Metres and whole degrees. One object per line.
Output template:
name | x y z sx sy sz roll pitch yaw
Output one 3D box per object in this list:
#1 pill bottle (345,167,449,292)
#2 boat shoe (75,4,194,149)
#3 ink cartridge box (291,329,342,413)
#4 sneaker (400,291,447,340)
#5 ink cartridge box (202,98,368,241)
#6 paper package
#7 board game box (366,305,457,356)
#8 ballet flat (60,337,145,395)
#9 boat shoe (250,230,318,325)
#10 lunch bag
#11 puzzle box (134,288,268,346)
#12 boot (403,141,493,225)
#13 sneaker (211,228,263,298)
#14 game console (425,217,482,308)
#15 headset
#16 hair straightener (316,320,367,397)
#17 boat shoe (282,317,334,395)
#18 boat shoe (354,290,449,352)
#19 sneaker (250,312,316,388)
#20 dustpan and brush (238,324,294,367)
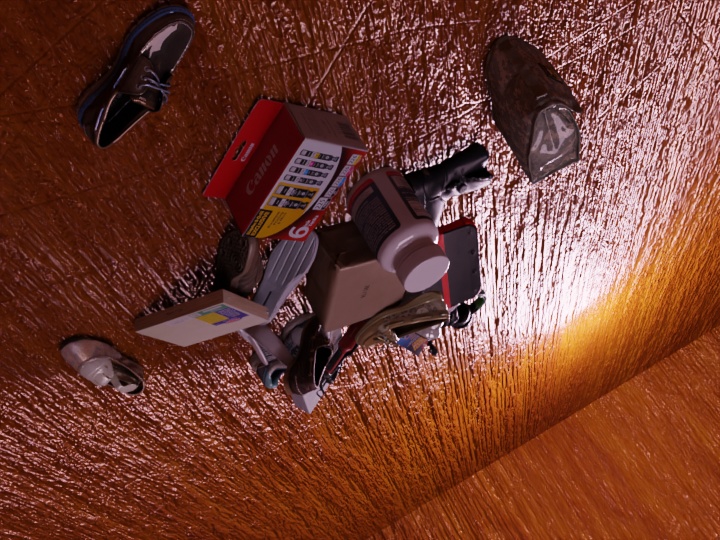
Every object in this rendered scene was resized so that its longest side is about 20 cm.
pill bottle | 0.066 -0.068 1.359 0.118 0.202 0.121 -22 149 -14
boat shoe | -0.261 -0.226 0.947 0.200 0.073 0.072 -44 148 20
ink cartridge box | -0.097 0.194 1.677 0.161 0.047 0.201 -55 157 -25
sneaker | 0.091 0.060 1.630 0.076 0.197 0.093 -66 -179 -71
ink cartridge box | -0.116 -0.146 1.190 0.173 0.085 0.201 2 137 -44
paper package | 0.000 0.000 1.496 0.187 0.104 0.202 -16 146 -25
board game box | 0.125 0.099 1.776 0.199 0.062 0.201 -40 143 -5
ballet flat | -0.440 0.174 1.372 0.068 0.068 0.200 -36 150 8
boat shoe | -0.141 0.003 1.413 0.201 0.073 0.067 -53 -177 13
lunch bag | 0.286 -0.275 1.298 0.116 0.166 0.201 -26 151 3
puzzle box | -0.274 0.086 1.364 0.197 0.026 0.133 -18 155 24
boot | 0.169 -0.137 1.477 0.165 0.077 0.202 -22 143 -9
sneaker | -0.200 -0.012 1.342 0.075 0.071 0.201 -25 159 -38
game console | 0.176 -0.003 1.668 0.174 0.031 0.203 -20 125 -13
headset | 0.224 0.117 1.885 0.122 0.095 0.200 9 138 -48
hair straightener | -0.040 0.197 1.687 0.078 0.040 0.202 90 25 -53
boat shoe | -0.084 0.161 1.504 0.069 0.202 0.071 -14 124 26
boat shoe | 0.081 0.109 1.560 0.197 0.064 0.073 -29 154 12
sneaker | -0.136 0.168 1.630 0.200 0.087 0.077 -42 148 17
dustpan and brush | -0.206 0.124 1.501 0.057 0.138 0.202 -41 125 -22
